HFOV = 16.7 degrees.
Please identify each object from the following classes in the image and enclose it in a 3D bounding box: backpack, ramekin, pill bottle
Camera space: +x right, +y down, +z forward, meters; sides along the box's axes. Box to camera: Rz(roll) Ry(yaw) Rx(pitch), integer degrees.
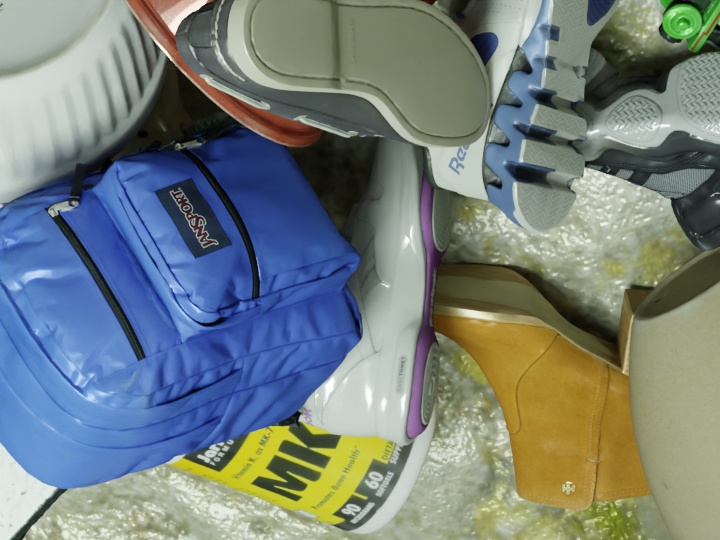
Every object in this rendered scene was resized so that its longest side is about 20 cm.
[{"bbox_3d":[-0.117,0.009,1.321,0.163,0.200,0.168,54,142,21],"label":"backpack"},{"bbox_3d":[-0.207,-0.148,1.351,0.200,0.200,0.105,14,156,4],"label":"ramekin"},{"bbox_3d":[-0.064,0.078,1.497,0.200,0.114,0.114,22,125,-21],"label":"pill bottle"}]

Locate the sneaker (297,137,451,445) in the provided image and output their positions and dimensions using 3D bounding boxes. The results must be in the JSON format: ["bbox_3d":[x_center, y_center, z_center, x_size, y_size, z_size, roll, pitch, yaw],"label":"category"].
[{"bbox_3d":[0.000,0.000,1.433,0.099,0.200,0.075,2,164,16],"label":"sneaker"}]

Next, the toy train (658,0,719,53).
[{"bbox_3d":[0.229,-0.199,1.336,0.056,0.042,0.200,21,124,-14],"label":"toy train"}]

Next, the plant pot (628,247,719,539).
[{"bbox_3d":[0.232,0.055,1.406,0.200,0.200,0.135,-31,99,27],"label":"plant pot"}]

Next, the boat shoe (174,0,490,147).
[{"bbox_3d":[-0.011,-0.105,1.248,0.063,0.200,0.073,-3,80,41],"label":"boat shoe"}]

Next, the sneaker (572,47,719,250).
[{"bbox_3d":[0.161,-0.066,1.408,0.200,0.076,0.114,2,141,31],"label":"sneaker"}]

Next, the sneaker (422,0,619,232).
[{"bbox_3d":[0.071,-0.127,1.353,0.115,0.081,0.200,11,87,34],"label":"sneaker"}]

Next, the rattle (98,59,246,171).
[{"bbox_3d":[-0.154,-0.079,1.416,0.200,0.143,0.130,40,113,11],"label":"rattle"}]

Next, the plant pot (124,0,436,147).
[{"bbox_3d":[-0.014,-0.203,1.306,0.195,0.201,0.201,-36,108,21],"label":"plant pot"}]

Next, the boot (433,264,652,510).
[{"bbox_3d":[0.100,0.077,1.508,0.201,0.071,0.144,6,116,1],"label":"boot"}]

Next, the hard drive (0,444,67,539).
[{"bbox_3d":[-0.234,0.051,1.409,0.200,0.033,0.140,43,97,-1],"label":"hard drive"}]

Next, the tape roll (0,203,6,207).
[{"bbox_3d":[-0.277,0.023,1.473,0.200,0.085,0.200,0,98,0],"label":"tape roll"}]
